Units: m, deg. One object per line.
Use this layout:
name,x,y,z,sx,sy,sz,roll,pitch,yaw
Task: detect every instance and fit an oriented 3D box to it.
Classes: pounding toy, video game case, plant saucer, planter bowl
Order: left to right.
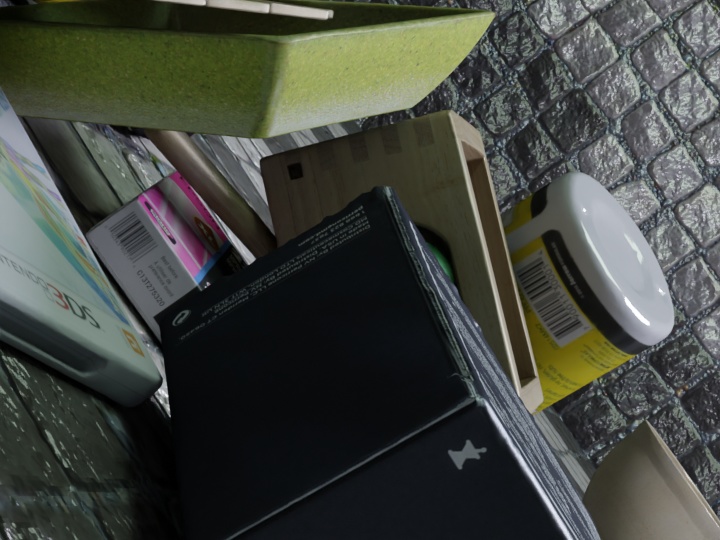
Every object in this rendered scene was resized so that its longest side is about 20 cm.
video game case,-0.160,-0.052,0.709,0.200,0.022,0.182,57,6,25
plant saucer,-0.067,-0.098,0.885,0.200,0.200,0.048,-19,112,-58
pounding toy,0.000,0.000,0.975,0.200,0.142,0.184,2,74,-81
planter bowl,0.310,0.279,2.030,0.200,0.135,0.200,54,6,-8

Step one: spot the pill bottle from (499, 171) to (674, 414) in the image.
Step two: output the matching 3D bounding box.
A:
pill bottle,0.077,0.037,1.137,0.114,0.200,0.114,44,27,-29

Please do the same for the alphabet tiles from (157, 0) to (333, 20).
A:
alphabet tiles,-0.115,-0.124,0.817,0.166,0.006,0.200,-1,11,-43

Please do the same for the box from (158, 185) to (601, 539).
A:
box,0.022,0.105,0.736,0.200,0.123,0.198,58,4,-24

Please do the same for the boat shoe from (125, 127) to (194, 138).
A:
boat shoe,-0.118,-0.110,1.143,0.065,0.072,0.200,49,1,-5

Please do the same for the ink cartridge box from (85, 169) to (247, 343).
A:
ink cartridge box,-0.085,0.000,0.963,0.095,0.037,0.200,55,4,-6

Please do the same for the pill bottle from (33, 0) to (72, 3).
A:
pill bottle,-0.174,-0.207,1.032,0.111,0.111,0.200,55,5,5
